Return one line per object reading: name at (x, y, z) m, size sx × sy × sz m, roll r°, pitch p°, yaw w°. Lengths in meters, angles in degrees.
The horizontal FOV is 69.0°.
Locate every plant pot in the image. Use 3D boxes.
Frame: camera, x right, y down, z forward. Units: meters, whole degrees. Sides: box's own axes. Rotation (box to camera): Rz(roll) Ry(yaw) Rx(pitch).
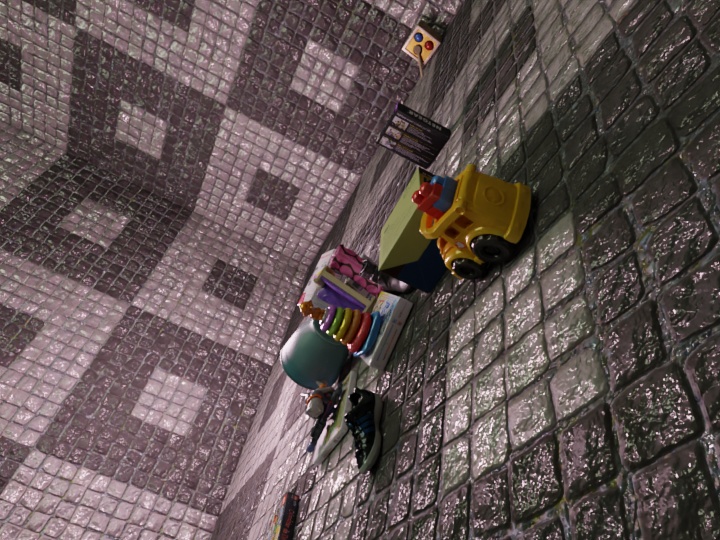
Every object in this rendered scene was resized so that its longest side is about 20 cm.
plant pot at (-0.120, 0.228, 1.600) m, size 0.188 × 0.199 × 0.200 m, roll -58°, pitch 12°, yaw 34°

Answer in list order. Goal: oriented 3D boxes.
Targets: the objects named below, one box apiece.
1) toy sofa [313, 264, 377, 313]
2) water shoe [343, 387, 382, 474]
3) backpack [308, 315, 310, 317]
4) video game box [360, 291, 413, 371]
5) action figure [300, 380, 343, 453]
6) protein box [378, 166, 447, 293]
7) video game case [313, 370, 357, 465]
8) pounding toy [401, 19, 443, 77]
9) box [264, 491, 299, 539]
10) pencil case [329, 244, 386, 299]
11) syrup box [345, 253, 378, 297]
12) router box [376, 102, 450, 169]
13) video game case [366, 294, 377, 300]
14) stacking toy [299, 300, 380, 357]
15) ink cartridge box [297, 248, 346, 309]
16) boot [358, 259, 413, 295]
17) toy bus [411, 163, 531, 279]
toy sofa at (-0.047, 0.079, 1.561) m, size 0.098 × 0.200 × 0.083 m, roll -55°, pitch -20°, yaw -4°
water shoe at (-0.003, 0.336, 1.107) m, size 0.072 × 0.079 × 0.200 m, roll -59°, pitch 12°, yaw 30°
backpack at (-0.098, 0.128, 1.882) m, size 0.168 × 0.162 × 0.200 m, roll -52°, pitch -4°, yaw -14°
video game box at (0.056, 0.149, 1.351) m, size 0.200 × 0.047 × 0.183 m, roll -167°, pitch 99°, yaw -79°
action figure at (-0.131, 0.388, 1.451) m, size 0.201 × 0.104 × 0.193 m, roll -64°, pitch 0°, yaw -12°
protein box at (0.148, -0.096, 1.222) m, size 0.199 × 0.134 × 0.200 m, roll -60°, pitch 12°, yaw 29°
video game case at (-0.067, 0.402, 1.436) m, size 0.182 × 0.023 × 0.200 m, roll -58°, pitch 12°, yaw 35°
pounding toy at (0.334, -1.210, 2.864) m, size 0.200 × 0.184 × 0.142 m, roll -48°, pitch 14°, yaw 41°
box at (-0.222, 0.722, 1.407) m, size 0.137 × 0.038 × 0.200 m, roll -60°, pitch 11°, yaw 24°
pencil case at (0.000, 0.000, 1.553) m, size 0.091 × 0.200 × 0.094 m, roll -59°, pitch -10°, yaw 3°
syrup box at (0.010, 0.016, 1.707) m, size 0.079 × 0.081 × 0.200 m, roll -50°, pitch 6°, yaw 13°
router box at (0.173, -0.440, 1.727) m, size 0.149 × 0.199 × 0.051 m, roll -53°, pitch 18°, yaw 45°
video game case at (0.007, 0.146, 1.664) m, size 0.201 × 0.024 × 0.182 m, roll -66°, pitch 10°, yaw -8°
stacking toy at (-0.060, 0.128, 1.303) m, size 0.110 × 0.199 × 0.117 m, roll -40°, pitch 28°, yaw 66°
ink cartridge box at (-0.114, 0.042, 1.715) m, size 0.201 × 0.085 × 0.148 m, roll -67°, pitch 17°, yaw -14°
boot at (0.068, 0.010, 1.376) m, size 0.070 × 0.131 × 0.200 m, roll -68°, pitch 11°, yaw -22°
toy bus at (0.173, -0.092, 0.937) m, size 0.200 × 0.191 × 0.136 m, roll 130°, pitch 161°, yaw -59°
